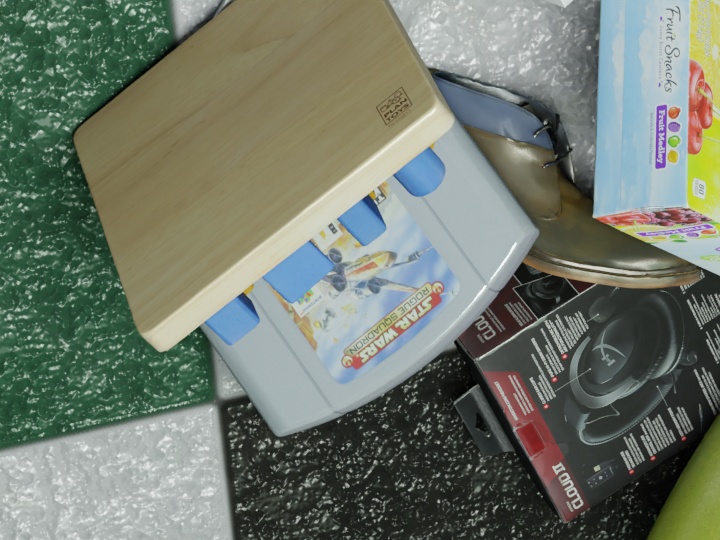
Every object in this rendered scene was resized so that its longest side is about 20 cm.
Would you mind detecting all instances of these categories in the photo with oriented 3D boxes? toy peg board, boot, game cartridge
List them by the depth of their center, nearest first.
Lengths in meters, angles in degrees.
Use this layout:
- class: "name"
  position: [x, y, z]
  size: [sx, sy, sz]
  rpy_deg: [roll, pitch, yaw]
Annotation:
- class: "toy peg board"
  position: [-0.037, -0.055, 1.354]
  size: [0.200, 0.200, 0.098]
  rpy_deg: [-38, 129, 10]
- class: "game cartridge"
  position: [0.000, 0.000, 1.440]
  size: [0.200, 0.134, 0.041]
  rpy_deg: [-39, 163, 11]
- class: "boot"
  position: [0.112, -0.053, 1.454]
  size: [0.198, 0.075, 0.098]
  rpy_deg: [14, 104, 10]

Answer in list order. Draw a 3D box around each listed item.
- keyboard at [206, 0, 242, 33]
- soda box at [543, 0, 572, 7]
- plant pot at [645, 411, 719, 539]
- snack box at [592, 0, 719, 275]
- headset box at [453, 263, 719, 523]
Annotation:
- class: "keyboard"
  position: [-0.022, -0.201, 1.405]
  size: [0.056, 0.011, 0.201]
  rpy_deg: [24, 105, -28]
- class: "soda box"
  position: [0.074, -0.247, 1.377]
  size: [0.064, 0.068, 0.200]
  rpy_deg: [-42, 122, -13]
- class: "plant pot"
  position: [0.280, 0.135, 1.515]
  size: [0.186, 0.187, 0.201]
  rpy_deg: [14, 98, -25]
- class: "snack box"
  position: [0.214, -0.091, 1.423]
  size: [0.199, 0.067, 0.170]
  rpy_deg: [19, 69, -52]
- class: "headset box"
  position: [0.155, 0.052, 1.553]
  size: [0.199, 0.077, 0.149]
  rpy_deg: [-32, 121, -1]
